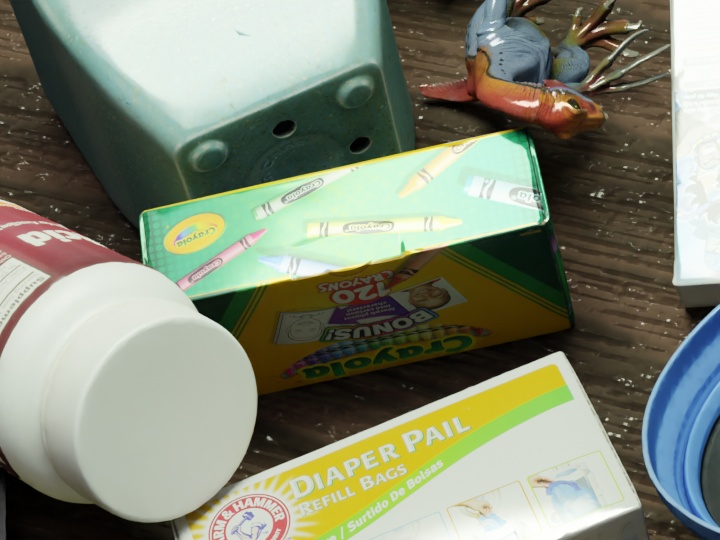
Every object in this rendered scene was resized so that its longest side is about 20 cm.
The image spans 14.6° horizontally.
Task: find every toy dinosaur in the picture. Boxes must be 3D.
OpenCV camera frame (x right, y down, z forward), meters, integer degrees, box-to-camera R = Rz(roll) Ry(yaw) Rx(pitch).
[{"bbox_3d":[0.088,-0.095,1.434,0.105,0.200,0.182,37,37,0],"label":"toy dinosaur"}]

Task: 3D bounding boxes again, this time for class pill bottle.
[{"bbox_3d":[-0.141,0.041,1.311,0.114,0.115,0.200,-40,34,-20],"label":"pill bottle"}]

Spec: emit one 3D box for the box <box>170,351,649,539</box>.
[{"bbox_3d":[0.027,0.140,1.278,0.199,0.113,0.102,-22,46,-3],"label":"box"}]

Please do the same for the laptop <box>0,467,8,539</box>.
[{"bbox_3d":[-0.257,0.082,1.483,0.186,0.117,0.200,-4,19,12],"label":"laptop"}]

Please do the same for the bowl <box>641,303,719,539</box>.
[{"bbox_3d":[0.224,0.059,1.252,0.200,0.039,0.201,-23,32,15],"label":"bowl"}]

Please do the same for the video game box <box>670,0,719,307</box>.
[{"bbox_3d":[0.257,-0.077,1.413,0.199,0.047,0.183,-3,69,14],"label":"video game box"}]

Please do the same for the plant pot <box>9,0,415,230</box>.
[{"bbox_3d":[-0.069,-0.118,1.497,0.195,0.196,0.201,-23,54,-6],"label":"plant pot"}]

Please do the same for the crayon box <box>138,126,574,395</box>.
[{"bbox_3d":[0.000,0.000,1.402,0.199,0.119,0.059,-12,62,5],"label":"crayon box"}]
